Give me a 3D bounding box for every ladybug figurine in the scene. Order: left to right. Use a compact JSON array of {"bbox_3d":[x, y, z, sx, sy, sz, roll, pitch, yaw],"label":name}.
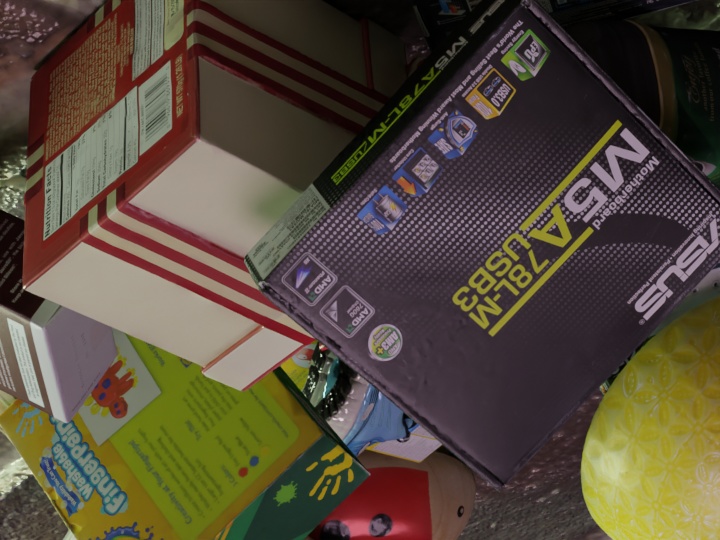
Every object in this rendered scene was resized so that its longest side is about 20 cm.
[{"bbox_3d":[-0.005,0.194,1.584,0.198,0.072,0.136,-5,146,-2],"label":"ladybug figurine"}]

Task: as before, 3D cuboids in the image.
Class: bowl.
[{"bbox_3d":[0.244,0.121,1.211,0.199,0.108,0.201,-16,129,-20],"label":"bowl"}]

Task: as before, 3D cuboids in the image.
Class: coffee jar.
[{"bbox_3d":[0.182,-0.092,1.146,0.199,0.086,0.104,-1,165,-35],"label":"coffee jar"}]

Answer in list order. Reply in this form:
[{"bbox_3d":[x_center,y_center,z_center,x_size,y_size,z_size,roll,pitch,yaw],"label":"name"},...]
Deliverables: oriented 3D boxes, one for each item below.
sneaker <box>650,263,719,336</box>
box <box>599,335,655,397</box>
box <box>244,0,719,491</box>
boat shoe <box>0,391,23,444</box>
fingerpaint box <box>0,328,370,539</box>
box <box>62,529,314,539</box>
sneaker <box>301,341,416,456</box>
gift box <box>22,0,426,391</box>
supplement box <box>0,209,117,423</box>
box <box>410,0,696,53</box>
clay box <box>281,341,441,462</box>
[{"bbox_3d":[0.232,-0.010,1.229,0.198,0.073,0.071,-13,123,-11],"label":"sneaker"},{"bbox_3d":[0.242,0.031,1.284,0.199,0.038,0.137,-32,103,-6],"label":"box"},{"bbox_3d":[0.073,-0.014,1.040,0.200,0.048,0.193,-46,116,5],"label":"box"},{"bbox_3d":[-0.245,0.087,1.395,0.063,0.074,0.201,-19,151,11],"label":"boat shoe"},{"bbox_3d":[-0.117,0.114,1.291,0.167,0.200,0.073,-44,140,0],"label":"fingerpaint box"},{"bbox_3d":[-0.129,0.237,1.524,0.199,0.109,0.128,33,138,-4],"label":"box"},{"bbox_3d":[-0.002,0.109,1.376,0.089,0.079,0.200,4,146,-23],"label":"sneaker"},{"bbox_3d":[-0.060,-0.056,1.118,0.186,0.186,0.199,27,138,-36],"label":"gift box"},{"bbox_3d":[-0.247,0.003,1.195,0.199,0.061,0.109,24,149,15],"label":"supplement box"},{"bbox_3d":[0.112,-0.194,1.065,0.198,0.046,0.159,-14,146,11],"label":"box"},{"bbox_3d":[-0.009,0.074,1.431,0.199,0.048,0.115,18,139,-29],"label":"clay box"}]
